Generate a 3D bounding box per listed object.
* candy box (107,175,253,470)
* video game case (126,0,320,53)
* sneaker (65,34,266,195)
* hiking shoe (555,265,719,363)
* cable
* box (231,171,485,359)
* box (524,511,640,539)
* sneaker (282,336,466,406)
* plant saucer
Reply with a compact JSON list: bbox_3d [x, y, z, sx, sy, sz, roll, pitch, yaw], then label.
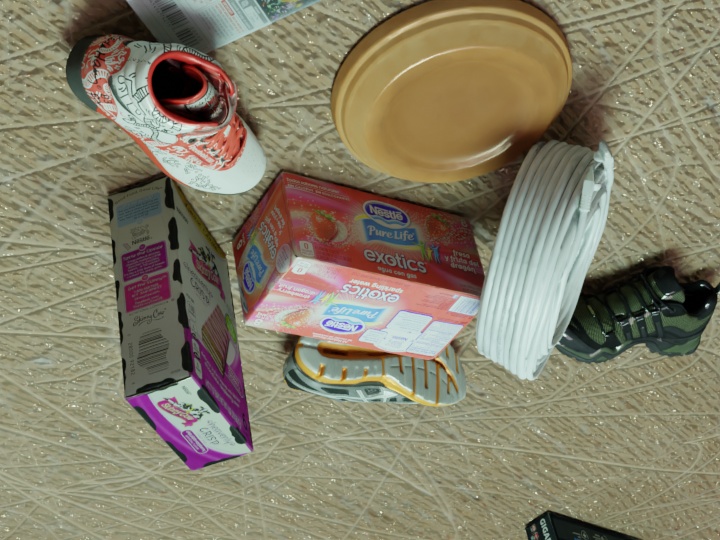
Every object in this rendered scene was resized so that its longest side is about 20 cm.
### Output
[{"bbox_3d":[-0.148,0.043,1.245,0.061,0.201,0.137,-18,145,8],"label":"candy box"},{"bbox_3d":[-0.095,-0.242,1.037,0.181,0.023,0.200,-22,142,13],"label":"video game case"},{"bbox_3d":[-0.117,-0.107,1.130,0.107,0.068,0.201,12,163,45],"label":"sneaker"},{"bbox_3d":[0.263,0.031,1.477,0.199,0.076,0.101,-2,135,-30],"label":"hiking shoe"},{"bbox_3d":[0.153,-0.010,1.279,0.069,0.201,0.200,20,176,13],"label":"cable"},{"bbox_3d":[0.000,0.000,1.322,0.199,0.095,0.103,12,137,-29],"label":"box"},{"bbox_3d":[0.301,0.397,1.886,0.199,0.160,0.046,23,130,-38],"label":"box"},{"bbox_3d":[0.014,0.096,1.482,0.199,0.079,0.077,14,150,-27],"label":"sneaker"},{"bbox_3d":[0.076,-0.135,1.217,0.198,0.038,0.201,-8,143,-6],"label":"plant saucer"}]
